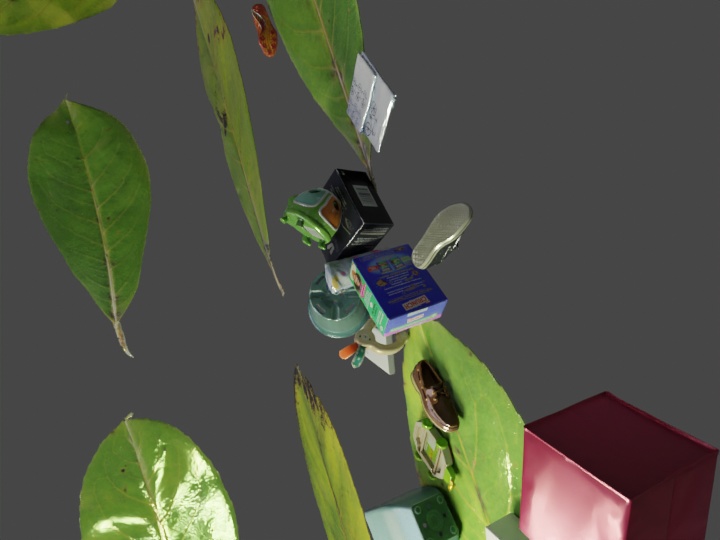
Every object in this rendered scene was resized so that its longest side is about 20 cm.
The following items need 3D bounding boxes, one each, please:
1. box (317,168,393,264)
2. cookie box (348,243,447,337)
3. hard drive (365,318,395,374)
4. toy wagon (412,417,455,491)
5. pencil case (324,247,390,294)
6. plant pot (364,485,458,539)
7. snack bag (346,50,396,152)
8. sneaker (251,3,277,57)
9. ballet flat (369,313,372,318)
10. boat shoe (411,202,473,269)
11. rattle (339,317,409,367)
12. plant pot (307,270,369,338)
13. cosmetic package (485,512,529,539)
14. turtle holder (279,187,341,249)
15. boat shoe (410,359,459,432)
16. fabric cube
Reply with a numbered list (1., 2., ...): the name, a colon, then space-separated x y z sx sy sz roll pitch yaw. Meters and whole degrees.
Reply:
1. box: -0.036 -0.143 1.516 0.200 0.117 0.198 -49 56 39
2. cookie box: 0.089 0.045 1.338 0.201 0.169 0.076 58 153 35
3. hard drive: 0.046 0.229 1.701 0.200 0.026 0.134 25 124 61
4. toy wagon: 0.207 0.508 1.482 0.200 0.039 0.157 50 145 43
5. pencil case: 0.000 0.000 1.473 0.084 0.198 0.091 89 160 -46
6. plant pot: 0.164 0.722 1.523 0.200 0.195 0.197 -54 53 47
7. snack bag: 0.023 -0.434 1.411 0.201 0.021 0.189 61 151 30
8. sneaker: -0.337 -0.856 1.941 0.077 0.072 0.202 88 169 -80
9. ballet flat: 0.050 0.070 1.571 0.067 0.066 0.202 -26 77 51
10. boat shoe: 0.188 -0.075 1.195 0.200 0.062 0.075 -54 48 41
11. rattle: 0.044 0.166 1.461 0.131 0.198 0.143 67 154 19
12. plant pot: -0.069 0.089 1.597 0.196 0.198 0.202 83 167 -77
13. cosmetic package: 0.348 0.668 1.203 0.107 0.084 0.203 22 121 60
14. turtle holder: -0.127 -0.146 1.444 0.140 0.132 0.185 37 168 -18
15. boat shoe: 0.191 0.317 1.378 0.068 0.071 0.201 100 149 -45
16. fabric cube: 0.382 0.338 0.823 0.196 0.198 0.202 28 125 60
